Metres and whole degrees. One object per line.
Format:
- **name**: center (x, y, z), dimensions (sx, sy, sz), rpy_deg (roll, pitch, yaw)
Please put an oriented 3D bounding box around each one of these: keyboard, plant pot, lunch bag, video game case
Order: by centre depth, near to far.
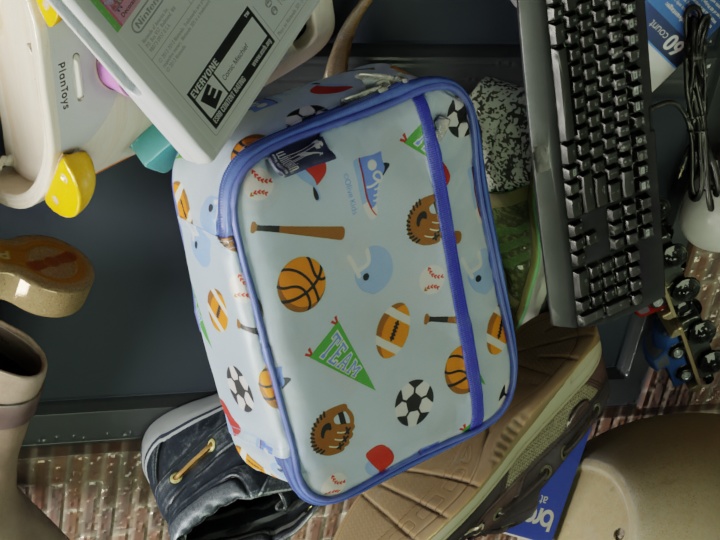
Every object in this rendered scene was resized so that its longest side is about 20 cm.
- **video game case**: center (-0.068, -0.180, 0.753), dimensions (0.182, 0.022, 0.200), rpy_deg (50, 62, -39)
- **lunch bag**: center (0.000, 0.000, 0.855), dimensions (0.160, 0.075, 0.201), rpy_deg (-21, 114, -27)
- **keyboard**: center (0.135, -0.074, 0.873), dimensions (0.127, 0.021, 0.201), rpy_deg (-24, 120, -29)
- **plant pot**: center (0.172, 0.171, 1.051), dimensions (0.134, 0.201, 0.201), rpy_deg (22, 115, -37)

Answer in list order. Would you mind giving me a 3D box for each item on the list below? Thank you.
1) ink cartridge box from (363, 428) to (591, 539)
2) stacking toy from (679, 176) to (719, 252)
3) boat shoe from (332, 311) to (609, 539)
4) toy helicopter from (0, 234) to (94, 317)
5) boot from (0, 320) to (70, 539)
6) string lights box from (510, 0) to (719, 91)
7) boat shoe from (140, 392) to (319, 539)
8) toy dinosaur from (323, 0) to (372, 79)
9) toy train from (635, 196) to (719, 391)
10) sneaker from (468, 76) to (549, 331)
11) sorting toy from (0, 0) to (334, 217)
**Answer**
- **ink cartridge box**: center (0.040, 0.084, 0.977), dimensions (0.199, 0.044, 0.094), rpy_deg (21, 87, -38)
- **stacking toy**: center (0.267, -0.067, 0.975), dimensions (0.199, 0.147, 0.146), rpy_deg (-29, 131, 16)
- **boat shoe**: center (0.065, 0.109, 0.929), dimensions (0.200, 0.072, 0.065), rpy_deg (-47, 123, -20)
- **toy helicopter**: center (-0.219, -0.004, 0.824), dimensions (0.199, 0.132, 0.079), rpy_deg (9, 121, -26)
- **boot**: center (-0.205, 0.091, 0.928), dimensions (0.199, 0.070, 0.146), rpy_deg (27, 125, -23)
- **string lights box**: center (0.169, -0.188, 0.884), dimensions (0.200, 0.059, 0.103), rpy_deg (-44, 128, 14)
- **boat shoe**: center (-0.025, 0.095, 0.998), dimensions (0.200, 0.091, 0.071), rpy_deg (-28, 130, 0)
- **toy dinosaur**: center (-0.016, -0.066, 0.918), dimensions (0.106, 0.060, 0.201), rpy_deg (-35, 137, -29)
- **toy train**: center (0.174, 0.004, 1.044), dimensions (0.046, 0.034, 0.200), rpy_deg (-26, 129, 4)
- **sneaker**: center (0.084, -0.038, 0.969), dimensions (0.077, 0.088, 0.200), rpy_deg (-50, 161, -36)
- **sorting toy**: center (-0.089, -0.129, 0.824), dimensions (0.179, 0.107, 0.201), rpy_deg (-24, 133, -28)
